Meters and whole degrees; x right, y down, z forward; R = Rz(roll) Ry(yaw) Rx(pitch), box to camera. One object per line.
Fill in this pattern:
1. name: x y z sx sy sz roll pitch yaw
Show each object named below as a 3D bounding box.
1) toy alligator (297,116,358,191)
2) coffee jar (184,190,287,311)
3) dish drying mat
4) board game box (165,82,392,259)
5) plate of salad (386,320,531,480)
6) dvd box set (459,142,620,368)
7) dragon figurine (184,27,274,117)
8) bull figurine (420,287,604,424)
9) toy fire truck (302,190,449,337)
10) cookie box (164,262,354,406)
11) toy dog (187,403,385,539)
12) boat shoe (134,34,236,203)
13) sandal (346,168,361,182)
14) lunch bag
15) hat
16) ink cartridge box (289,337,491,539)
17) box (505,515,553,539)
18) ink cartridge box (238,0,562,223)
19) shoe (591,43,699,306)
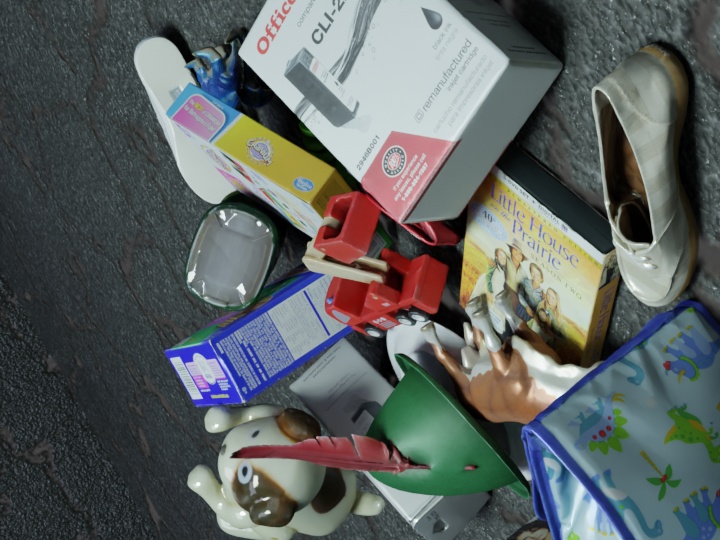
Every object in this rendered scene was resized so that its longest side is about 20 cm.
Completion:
1. toy alligator: -0.026 -0.114 1.168 0.059 0.054 0.202 35 147 42
2. coffee jar: -0.127 -0.026 1.324 0.084 0.105 0.200 20 -171 -3
3. dish drying mat: 0.043 -0.045 1.019 0.076 0.018 0.200 37 -175 6
4. board game box: -0.077 -0.087 1.196 0.199 0.041 0.153 33 172 31
5. plate of salad: 0.104 0.118 1.203 0.199 0.048 0.201 38 154 23
6. dvd box set: 0.141 0.004 1.014 0.146 0.029 0.201 44 153 29
7. dragon figurine: -0.125 -0.184 1.271 0.100 0.059 0.200 60 157 -5
8. bull figurine: 0.124 0.080 1.024 0.122 0.065 0.200 60 156 -2
9. toy fire truck: 0.000 0.000 1.125 0.140 0.049 0.200 26 159 -20
10. cookie box: -0.085 0.057 1.307 0.076 0.199 0.171 60 156 -6
11. toy dog: -0.079 0.208 1.243 0.192 0.141 0.200 26 167 14
12. boat shoe: -0.200 -0.172 1.429 0.201 0.072 0.069 58 178 -17
13. sandal: 0.047 -0.102 1.028 0.043 0.077 0.199 36 165 -23
14. lunch bag: 0.215 0.147 0.871 0.202 0.169 0.127 61 155 -10
15. hat: 0.024 0.187 1.122 0.200 0.176 0.166 45 172 13
16. ink cartridge box: 0.034 0.182 1.318 0.200 0.085 0.146 47 177 27
17. box: 0.213 0.247 1.104 0.050 0.082 0.199 62 156 -7
18. ink cartridge box: 0.023 -0.155 0.914 0.200 0.083 0.145 47 119 24
19. shoe: 0.183 -0.053 0.837 0.070 0.053 0.202 33 146 44
